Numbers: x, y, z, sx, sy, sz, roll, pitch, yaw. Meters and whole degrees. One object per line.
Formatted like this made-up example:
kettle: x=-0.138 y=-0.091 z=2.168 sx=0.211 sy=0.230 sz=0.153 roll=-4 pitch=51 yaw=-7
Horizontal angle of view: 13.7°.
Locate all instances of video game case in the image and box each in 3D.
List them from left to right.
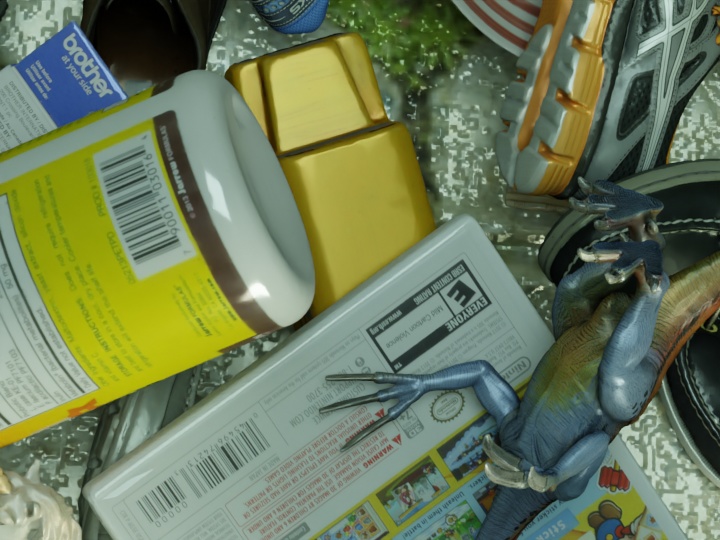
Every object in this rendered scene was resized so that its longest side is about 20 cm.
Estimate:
video game case: x=0.015 y=0.107 z=1.257 sx=0.200 sy=0.023 sz=0.182 roll=-36 pitch=100 yaw=-9

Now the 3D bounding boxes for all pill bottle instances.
pill bottle: x=-0.126 y=0.005 z=1.195 sx=0.200 sy=0.109 sz=0.110 roll=-23 pitch=83 yaw=10

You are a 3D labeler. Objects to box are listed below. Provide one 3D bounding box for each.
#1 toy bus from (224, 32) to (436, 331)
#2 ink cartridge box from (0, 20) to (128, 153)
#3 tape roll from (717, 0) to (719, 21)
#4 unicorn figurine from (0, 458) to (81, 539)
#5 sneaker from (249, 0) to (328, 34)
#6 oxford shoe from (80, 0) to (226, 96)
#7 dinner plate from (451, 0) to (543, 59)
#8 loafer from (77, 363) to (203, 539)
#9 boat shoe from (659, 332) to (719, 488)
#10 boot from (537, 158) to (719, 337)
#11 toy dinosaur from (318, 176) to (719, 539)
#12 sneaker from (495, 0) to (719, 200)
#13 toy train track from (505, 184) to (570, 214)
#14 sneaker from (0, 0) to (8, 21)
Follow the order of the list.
toy bus: x=0.000 y=0.000 z=1.298 sx=0.065 sy=0.078 sz=0.201 roll=-17 pitch=97 yaw=-10
ink cartridge box: x=-0.162 y=-0.001 z=1.276 sx=0.200 sy=0.042 sz=0.119 roll=-37 pitch=86 yaw=12
tape roll: x=0.236 y=-0.167 z=1.361 sx=0.202 sy=0.037 sz=0.204 roll=0 pitch=89 yaw=-20
unicorn figurine: x=-0.164 y=0.161 z=1.235 sx=0.137 sy=0.074 sz=0.201 roll=-13 pitch=97 yaw=30
sneaker: x=0.010 y=-0.178 z=1.350 sx=0.200 sy=0.077 sz=0.085 roll=-41 pitch=120 yaw=-26
oxford shoe: x=-0.090 y=-0.130 z=1.319 sx=0.072 sy=0.084 sz=0.201 roll=1 pitch=78 yaw=-5
dinner plate: x=0.101 y=-0.186 z=1.337 sx=0.200 sy=0.024 sz=0.201 roll=0 pitch=91 yaw=-25
loafer: x=-0.089 y=0.118 z=1.283 sx=0.070 sy=0.070 sz=0.201 roll=13 pitch=86 yaw=-7
boat shoe: x=0.205 y=0.096 z=1.324 sx=0.074 sy=0.060 sz=0.200 roll=-33 pitch=85 yaw=-11
boot: x=0.188 y=0.032 z=1.278 sx=0.203 sy=0.074 sz=0.154 roll=1 pitch=49 yaw=-27
toy dinosaur: x=0.092 y=0.066 z=1.210 sx=0.199 sy=0.105 sz=0.182 roll=0 pitch=119 yaw=-16
sneaker: x=0.125 y=-0.121 z=1.298 sx=0.077 sy=0.078 sz=0.201 roll=18 pitch=96 yaw=-23
toy train track: x=0.130 y=-0.076 z=1.360 sx=0.114 sy=0.033 sz=0.201 roll=9 pitch=78 yaw=-5
sneaker: x=-0.178 y=-0.169 z=1.297 sx=0.076 sy=0.091 sz=0.200 roll=26 pitch=81 yaw=41
